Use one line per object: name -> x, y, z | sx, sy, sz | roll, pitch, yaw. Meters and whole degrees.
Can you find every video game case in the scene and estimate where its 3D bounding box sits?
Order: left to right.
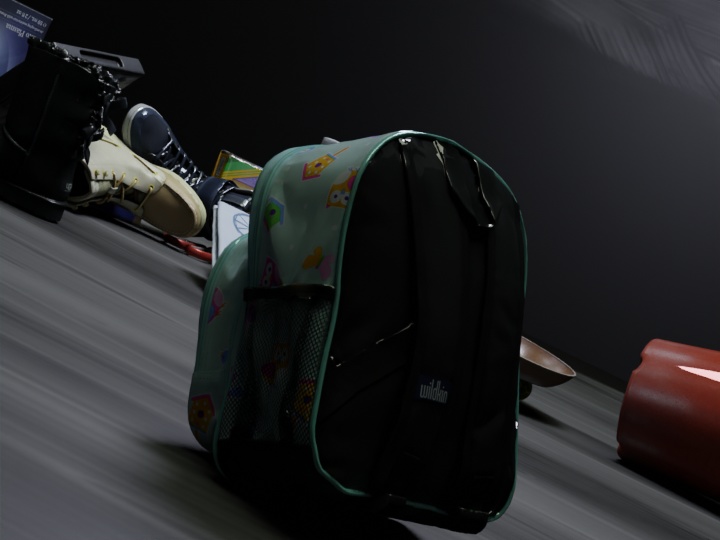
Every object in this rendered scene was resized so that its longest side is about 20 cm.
video game case -> -0.364, -0.187, 1.613 | 0.026, 0.199, 0.180 | 64, 19, 7

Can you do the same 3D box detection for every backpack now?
backpack -> 0.005, 0.028, 0.788 | 0.175, 0.202, 0.152 | 19, -10, -43

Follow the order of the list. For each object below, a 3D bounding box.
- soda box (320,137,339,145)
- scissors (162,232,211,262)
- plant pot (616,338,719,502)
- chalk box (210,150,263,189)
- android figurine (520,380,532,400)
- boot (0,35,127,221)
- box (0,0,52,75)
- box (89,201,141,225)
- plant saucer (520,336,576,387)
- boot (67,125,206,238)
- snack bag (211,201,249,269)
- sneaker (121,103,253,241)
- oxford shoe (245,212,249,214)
soda box -> -0.052, -0.061, 1.800 | 0.063, 0.202, 0.068 | 23, 4, -19
scissors -> -0.189, -0.021, 1.845 | 0.073, 0.014, 0.200 | 23, 1, 19
plant pot -> 0.411, 0.177, 1.673 | 0.193, 0.203, 0.200 | 16, 0, 25
chalk box -> -0.153, -0.095, 2.328 | 0.198, 0.125, 0.124 | 25, 2, -15
android figurine -> 0.121, 0.111, 1.770 | 0.181, 0.041, 0.200 | 24, 5, -19
boot -> -0.351, -0.159, 1.472 | 0.197, 0.164, 0.073 | 24, 3, 4
box -> -0.593, -0.330, 2.132 | 0.123, 0.200, 0.199 | 29, 5, 32
box -> -0.375, -0.115, 1.794 | 0.199, 0.033, 0.121 | 21, 5, -40
plant saucer -> 0.171, 0.094, 1.777 | 0.199, 0.032, 0.200 | 26, 6, -3
boot -> -0.286, -0.096, 1.699 | 0.199, 0.072, 0.155 | 37, 16, 3
snack bag -> -0.068, 0.013, 1.535 | 0.198, 0.022, 0.189 | 23, 27, -19
sneaker -> -0.207, -0.117, 1.799 | 0.145, 0.077, 0.203 | 14, -38, 34
oxford shoe -> -0.136, -0.031, 1.657 | 0.070, 0.074, 0.200 | -3, 2, -3
